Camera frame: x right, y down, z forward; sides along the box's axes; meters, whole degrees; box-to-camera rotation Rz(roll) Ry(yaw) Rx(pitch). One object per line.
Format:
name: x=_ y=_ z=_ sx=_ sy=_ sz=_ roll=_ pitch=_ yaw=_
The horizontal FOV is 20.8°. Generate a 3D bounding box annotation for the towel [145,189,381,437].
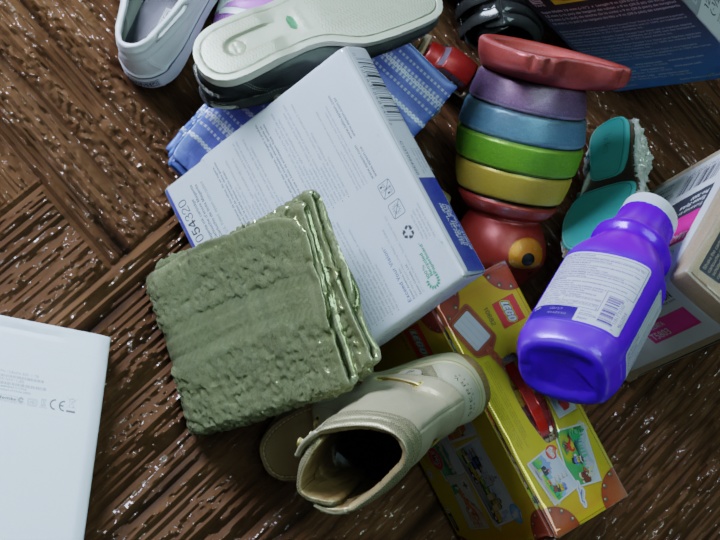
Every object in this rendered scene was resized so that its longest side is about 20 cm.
towel: x=-0.075 y=0.038 z=1.450 sx=0.036 sy=0.199 sz=0.149 roll=-8 pitch=78 yaw=-49

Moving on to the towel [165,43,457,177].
towel: x=-0.040 y=-0.117 z=1.546 sx=0.145 sy=0.024 sz=0.200 roll=41 pitch=93 yaw=-13

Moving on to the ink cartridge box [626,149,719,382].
ink cartridge box: x=0.276 y=-0.013 z=1.608 sx=0.075 sy=0.200 sz=0.165 roll=38 pitch=64 yaw=-9

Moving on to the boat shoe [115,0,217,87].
boat shoe: x=-0.141 y=-0.244 z=1.555 sx=0.073 sy=0.065 sz=0.201 roll=10 pitch=68 yaw=13

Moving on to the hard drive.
hard drive: x=-0.260 y=0.135 z=1.432 sx=0.131 sy=0.025 sz=0.202 roll=12 pitch=71 yaw=-20

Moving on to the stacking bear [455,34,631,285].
stacking bear: x=0.127 y=-0.082 z=1.592 sx=0.121 sy=0.113 sz=0.202 roll=3 pitch=105 yaw=-36

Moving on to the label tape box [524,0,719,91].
label tape box: x=0.225 y=-0.232 z=1.637 sx=0.200 sy=0.143 sz=0.067 roll=39 pitch=60 yaw=-40

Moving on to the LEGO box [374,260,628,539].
LEGO box: x=0.099 y=0.113 z=1.524 sx=0.077 sy=0.149 sz=0.201 roll=-26 pitch=87 yaw=-27

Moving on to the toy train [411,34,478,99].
toy train: x=0.075 y=-0.170 z=1.651 sx=0.199 sy=0.046 sz=0.034 roll=35 pitch=65 yaw=-11

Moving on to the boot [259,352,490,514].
boot: x=-0.018 y=0.129 z=1.421 sx=0.155 sy=0.199 sz=0.073 roll=-35 pitch=104 yaw=-59

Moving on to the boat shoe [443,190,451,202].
boat shoe: x=0.001 y=-0.002 z=1.560 sx=0.063 sy=0.073 sz=0.201 roll=35 pitch=62 yaw=-2

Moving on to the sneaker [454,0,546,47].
sneaker: x=0.086 y=-0.253 z=1.664 sx=0.199 sy=0.071 sz=0.100 roll=23 pitch=63 yaw=-20

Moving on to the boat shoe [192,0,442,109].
boat shoe: x=-0.033 y=-0.176 z=1.504 sx=0.199 sy=0.068 sz=0.072 roll=-19 pitch=60 yaw=-11

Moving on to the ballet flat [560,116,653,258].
ballet flat: x=0.217 y=-0.055 z=1.638 sx=0.072 sy=0.072 sz=0.201 roll=36 pitch=39 yaw=-10

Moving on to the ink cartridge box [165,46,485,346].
ink cartridge box: x=-0.030 y=-0.032 z=1.475 sx=0.043 sy=0.200 sz=0.197 roll=-8 pitch=67 yaw=-57

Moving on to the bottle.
bottle: x=0.187 y=0.016 z=1.478 sx=0.083 sy=0.066 sz=0.200 roll=11 pitch=41 yaw=23

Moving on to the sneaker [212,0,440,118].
sneaker: x=-0.022 y=-0.190 z=1.602 sx=0.199 sy=0.073 sz=0.115 roll=14 pitch=67 yaw=-19
